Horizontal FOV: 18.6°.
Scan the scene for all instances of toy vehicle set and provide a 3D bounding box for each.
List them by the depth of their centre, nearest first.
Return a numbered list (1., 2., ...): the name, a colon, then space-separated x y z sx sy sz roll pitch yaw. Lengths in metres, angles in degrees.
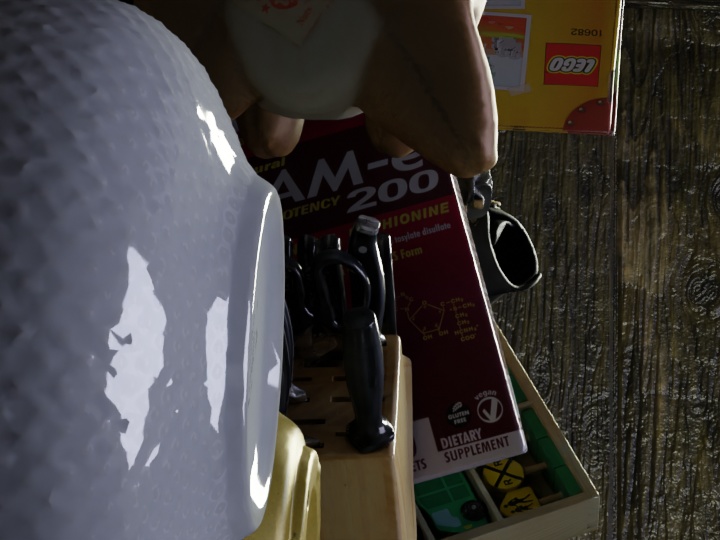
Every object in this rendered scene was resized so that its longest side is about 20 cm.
1. toy vehicle set: 0.021 0.069 1.098 0.027 0.124 0.200 86 -19 -45

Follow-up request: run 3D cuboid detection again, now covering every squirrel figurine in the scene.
1. squirrel figurine: -0.007 -0.144 0.887 0.187 0.141 0.201 -51 136 -68

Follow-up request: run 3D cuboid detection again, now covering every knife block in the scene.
1. knife block: -0.015 0.081 0.884 0.176 0.064 0.201 27 62 -83

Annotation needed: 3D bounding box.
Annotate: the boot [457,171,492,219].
1. boot: 0.014 -0.046 1.148 0.200 0.138 0.078 -134 -138 -80

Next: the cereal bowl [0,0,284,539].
1. cereal bowl: -0.066 0.023 0.601 0.200 0.083 0.201 4 90 -87

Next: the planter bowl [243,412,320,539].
1. planter bowl: -0.058 0.106 0.782 0.200 0.083 0.201 2 90 -87

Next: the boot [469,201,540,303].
1. boot: 0.068 -0.061 1.792 0.200 0.077 0.138 54 -23 -7

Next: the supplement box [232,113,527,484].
1. supplement box: 0.000 0.000 1.006 0.061 0.109 0.201 35 39 -83

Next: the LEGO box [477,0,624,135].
1. LEGO box: 0.028 -0.146 1.053 0.149 0.199 0.077 89 5 -47
